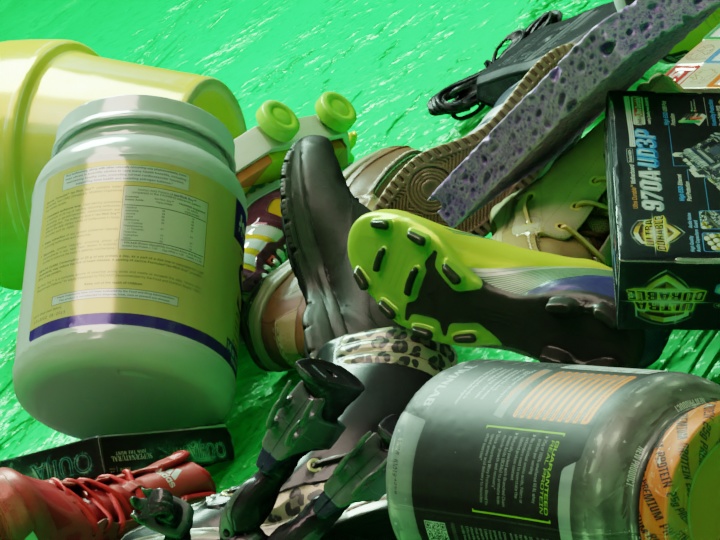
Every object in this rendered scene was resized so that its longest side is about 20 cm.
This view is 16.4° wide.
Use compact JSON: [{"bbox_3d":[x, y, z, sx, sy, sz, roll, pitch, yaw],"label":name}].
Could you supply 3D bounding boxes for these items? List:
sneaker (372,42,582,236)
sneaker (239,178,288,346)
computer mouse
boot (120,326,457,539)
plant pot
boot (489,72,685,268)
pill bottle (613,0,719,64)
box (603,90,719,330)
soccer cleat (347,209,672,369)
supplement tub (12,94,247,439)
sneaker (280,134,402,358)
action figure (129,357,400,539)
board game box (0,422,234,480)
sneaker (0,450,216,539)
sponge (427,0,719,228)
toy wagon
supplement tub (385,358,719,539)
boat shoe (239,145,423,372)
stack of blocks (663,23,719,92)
[{"bbox_3d":[0.084,-0.068,1.684,0.200,0.070,0.109,-41,-2,-9],"label":"sneaker"},{"bbox_3d":[-0.076,0.007,1.769,0.200,0.075,0.090,-36,43,-23],"label":"sneaker"},{"bbox_3d":[0.146,-0.150,1.850,0.138,0.053,0.200,-37,12,-20],"label":"computer mouse"},{"bbox_3d":[-0.037,0.116,1.419,0.203,0.074,0.154,-14,39,22],"label":"boot"},{"bbox_3d":[-0.197,-0.086,1.970,0.189,0.201,0.201,-1,32,23],"label":"plant pot"},{"bbox_3d":[0.156,-0.041,1.520,0.155,0.073,0.200,-40,13,13],"label":"boot"},{"bbox_3d":[0.281,-0.220,1.733,0.200,0.112,0.112,-15,26,35],"label":"pill bottle"},{"bbox_3d":[0.218,-0.036,1.391,0.159,0.046,0.200,1,31,2],"label":"box"},{"bbox_3d":[0.085,0.013,1.417,0.200,0.065,0.084,20,21,28],"label":"soccer cleat"},{"bbox_3d":[-0.149,0.000,1.646,0.145,0.145,0.200,-17,56,31],"label":"supplement tub"},{"bbox_3d":[0.000,0.000,1.592,0.091,0.076,0.200,-13,64,1],"label":"sneaker"},{"bbox_3d":[-0.057,0.142,1.310,0.200,0.130,0.069,-53,-13,12],"label":"action figure"},{"bbox_3d":[-0.199,0.133,1.597,0.200,0.028,0.135,-16,-8,33],"label":"board game box"},{"bbox_3d":[-0.150,0.130,1.445,0.115,0.078,0.200,-34,-15,-4],"label":"sneaker"},{"bbox_3d":[0.130,-0.105,1.524,0.112,0.030,0.200,-33,-9,-42],"label":"sponge"},{"bbox_3d":[-0.062,-0.070,1.863,0.200,0.040,0.155,-14,-27,-51],"label":"toy wagon"},{"bbox_3d":[0.115,0.107,1.211,0.123,0.123,0.200,-42,25,-28],"label":"supplement tub"},{"bbox_3d":[0.000,-0.005,1.689,0.074,0.076,0.200,0,44,43],"label":"boat shoe"},{"bbox_3d":[0.293,-0.124,1.578,0.115,0.059,0.200,-41,23,-25],"label":"stack of blocks"}]
